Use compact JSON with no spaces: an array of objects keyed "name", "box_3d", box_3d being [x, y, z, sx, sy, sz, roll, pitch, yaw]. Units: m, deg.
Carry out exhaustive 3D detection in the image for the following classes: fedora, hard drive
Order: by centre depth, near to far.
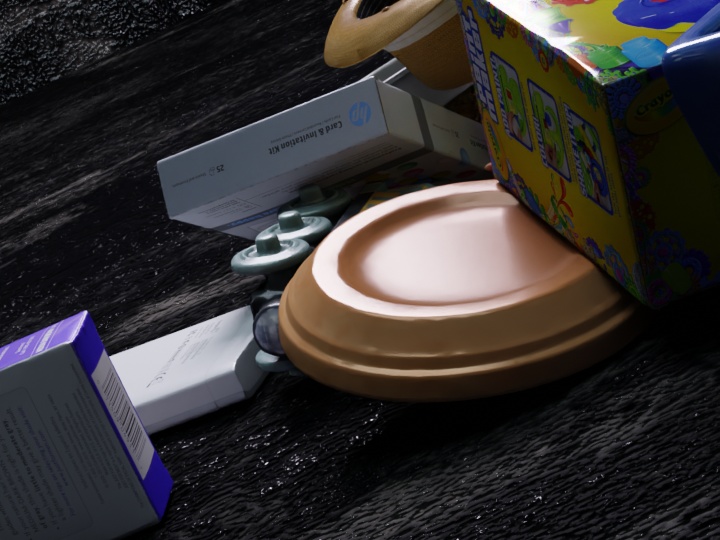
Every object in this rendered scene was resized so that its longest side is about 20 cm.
[{"name":"hard drive","box_3d":[-0.141,0.075,1.555,0.200,0.027,0.132,-20,14,20]},{"name":"fedora","box_3d":[0.071,-0.174,1.612,0.201,0.082,0.201,-36,18,14]}]

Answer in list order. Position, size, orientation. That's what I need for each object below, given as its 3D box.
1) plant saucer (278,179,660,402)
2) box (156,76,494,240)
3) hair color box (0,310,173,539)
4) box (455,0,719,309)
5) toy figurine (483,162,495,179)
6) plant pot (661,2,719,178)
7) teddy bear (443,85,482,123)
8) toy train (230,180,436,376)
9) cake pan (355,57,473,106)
[{"name":"plant saucer","box_3d":[0.055,0.003,1.312,0.200,0.038,0.200,-9,26,4]},{"name":"box","box_3d":[-0.008,-0.060,1.608,0.156,0.041,0.200,-20,-15,23]},{"name":"hair color box","box_3d":[-0.211,0.113,1.352,0.200,0.109,0.065,-23,13,7]},{"name":"box","box_3d":[0.179,-0.099,1.283,0.200,0.122,0.193,-21,27,-13]},{"name":"toy figurine","box_3d":[0.127,-0.078,1.522,0.200,0.150,0.184,-55,8,-17]},{"name":"plant pot","box_3d":[0.264,-0.059,0.976,0.200,0.180,0.200,-15,16,42]},{"name":"teddy bear","box_3d":[0.087,-0.108,1.764,0.145,0.067,0.200,-31,13,-14]},{"name":"toy train","box_3d":[0.000,0.000,1.486,0.114,0.085,0.200,-9,15,16]},{"name":"cake pan","box_3d":[0.008,-0.107,1.749,0.200,0.037,0.200,-32,6,4]}]
